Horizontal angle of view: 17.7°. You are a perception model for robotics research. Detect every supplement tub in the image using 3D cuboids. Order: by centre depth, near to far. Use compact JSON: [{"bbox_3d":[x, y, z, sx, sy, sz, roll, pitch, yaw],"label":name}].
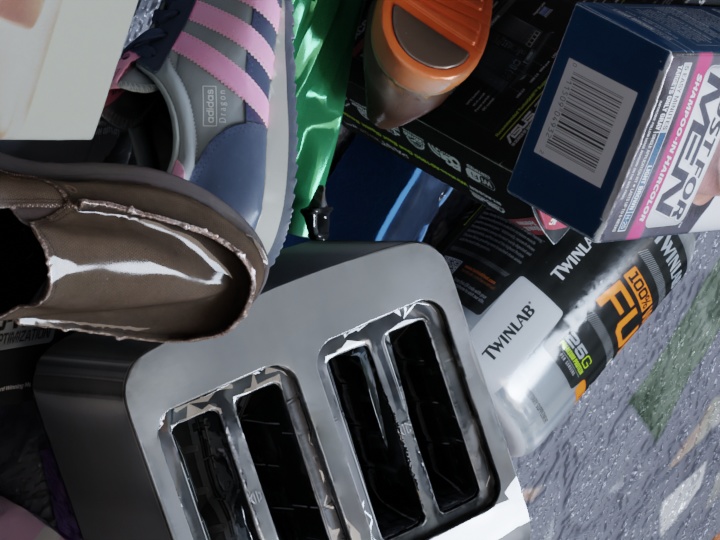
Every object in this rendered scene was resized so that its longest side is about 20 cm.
[{"bbox_3d":[0.112,0.001,1.357,0.200,0.122,0.123,-48,147,-15],"label":"supplement tub"}]

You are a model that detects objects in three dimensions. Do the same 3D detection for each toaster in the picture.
[{"bbox_3d":[-0.037,0.081,1.060,0.181,0.119,0.200,-22,99,-28],"label":"toaster"}]

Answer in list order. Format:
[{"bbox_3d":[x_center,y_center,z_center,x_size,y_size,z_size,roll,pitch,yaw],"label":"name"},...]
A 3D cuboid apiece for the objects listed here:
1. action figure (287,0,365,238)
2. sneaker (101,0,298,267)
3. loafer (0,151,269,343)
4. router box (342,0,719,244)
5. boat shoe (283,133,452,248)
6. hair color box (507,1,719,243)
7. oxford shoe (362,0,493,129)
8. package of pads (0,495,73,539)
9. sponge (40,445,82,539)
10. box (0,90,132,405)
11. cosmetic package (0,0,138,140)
[{"bbox_3d":[-0.033,-0.120,1.123,0.118,0.055,0.200,6,104,-54],"label":"action figure"},{"bbox_3d":[-0.076,-0.097,1.014,0.082,0.200,0.070,7,150,-22],"label":"sneaker"},{"bbox_3d":[-0.127,-0.002,0.916,0.200,0.071,0.073,12,123,-26],"label":"loafer"},{"bbox_3d":[0.097,-0.128,1.202,0.200,0.150,0.062,-48,146,-15],"label":"router box"},{"bbox_3d":[0.000,0.000,1.240,0.200,0.084,0.069,-50,142,-9],"label":"boat shoe"},{"bbox_3d":[0.165,-0.075,1.141,0.200,0.060,0.100,-7,123,-52],"label":"hair color box"},{"bbox_3d":[0.038,-0.159,1.154,0.073,0.071,0.200,-53,-167,56],"label":"oxford shoe"},{"bbox_3d":[-0.206,0.204,1.111,0.200,0.076,0.121,-50,175,-12],"label":"package of pads"},{"bbox_3d":[-0.113,0.182,1.213,0.030,0.112,0.200,-33,140,-27],"label":"sponge"},{"bbox_3d":[-0.195,-0.012,0.997,0.200,0.050,0.158,-8,122,-51],"label":"box"},{"bbox_3d":[-0.136,-0.161,0.906,0.087,0.103,0.200,-4,118,-53],"label":"cosmetic package"}]
